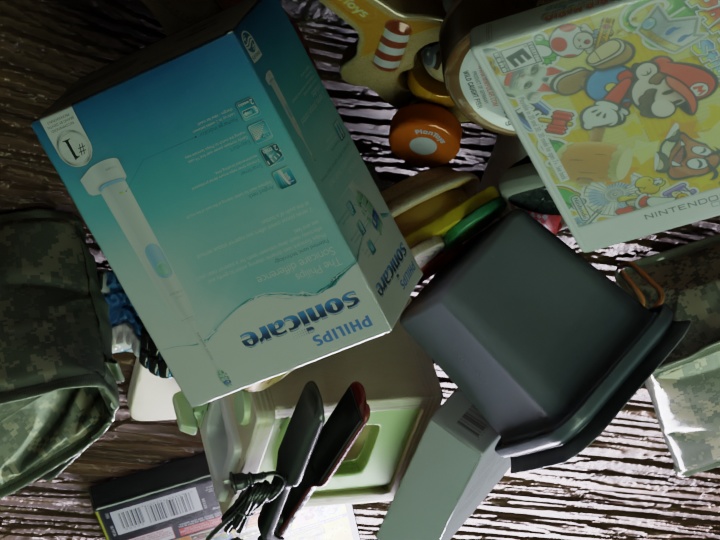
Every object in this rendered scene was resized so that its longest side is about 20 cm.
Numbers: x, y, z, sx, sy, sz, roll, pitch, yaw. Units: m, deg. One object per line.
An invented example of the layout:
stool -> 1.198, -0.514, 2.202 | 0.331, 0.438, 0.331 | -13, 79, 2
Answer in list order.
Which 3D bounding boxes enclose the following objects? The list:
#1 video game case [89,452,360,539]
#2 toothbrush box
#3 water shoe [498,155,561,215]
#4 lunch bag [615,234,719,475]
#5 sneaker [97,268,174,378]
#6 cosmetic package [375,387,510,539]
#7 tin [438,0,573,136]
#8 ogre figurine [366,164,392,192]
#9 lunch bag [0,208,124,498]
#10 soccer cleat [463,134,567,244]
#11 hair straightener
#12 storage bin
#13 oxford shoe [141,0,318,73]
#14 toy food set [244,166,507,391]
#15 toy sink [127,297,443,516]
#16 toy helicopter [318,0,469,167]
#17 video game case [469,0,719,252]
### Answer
video game case -> -0.105, 0.203, 1.837 | 0.199, 0.026, 0.181 | -17, 142, -4
toothbrush box -> -0.076, -0.040, 1.331 | 0.146, 0.085, 0.201 | -22, 105, 24
water shoe -> 0.178, -0.096, 1.427 | 0.199, 0.079, 0.071 | -19, 155, 21
lunch bag -> 0.311, 0.048, 1.732 | 0.199, 0.118, 0.164 | -18, 142, 6
sneaker -> -0.118, 0.028, 1.514 | 0.086, 0.200, 0.076 | 0, 95, -27
cosmetic package -> 0.100, 0.112, 1.691 | 0.200, 0.052, 0.151 | -44, 162, -42
tin -> 0.145, -0.135, 1.336 | 0.199, 0.042, 0.112 | -12, 143, 13
ogre figurine -> -0.064, -0.043, 1.492 | 0.199, 0.099, 0.120 | 30, 134, -31
lunch bag -> -0.254, 0.062, 1.485 | 0.199, 0.165, 0.118 | -20, 137, 3
soccer cleat -> 0.099, -0.031, 1.597 | 0.085, 0.069, 0.200 | -17, 147, -8
hair straightener -> -0.066, 0.145, 1.593 | 0.077, 0.041, 0.200 | 5, 141, -28
storage bin -> 0.116, 0.034, 1.499 | 0.146, 0.134, 0.200 | -47, -177, -11
oxford shoe -> -0.077, -0.132, 1.389 | 0.073, 0.071, 0.200 | -21, 124, 15
toy food set -> 0.000, 0.000, 1.482 | 0.199, 0.049, 0.198 | -30, 170, -24
toy sink -> -0.058, 0.100, 1.657 | 0.199, 0.112, 0.131 | -1, 139, -20
toy helicopter -> 0.024, -0.157, 1.395 | 0.200, 0.079, 0.132 | 33, 139, -29
video game case -> 0.183, -0.098, 1.334 | 0.181, 0.023, 0.200 | -16, 138, 17
